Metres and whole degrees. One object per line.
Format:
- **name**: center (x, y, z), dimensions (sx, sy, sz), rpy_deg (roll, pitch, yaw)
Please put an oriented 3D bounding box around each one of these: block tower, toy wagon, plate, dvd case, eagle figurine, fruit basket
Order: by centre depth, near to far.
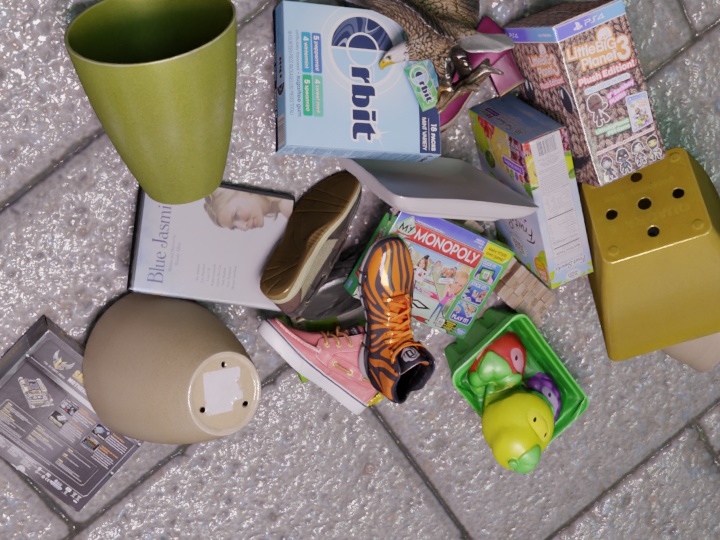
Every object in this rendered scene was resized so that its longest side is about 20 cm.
- **eagle figurine**: center (0.069, -0.284, 1.357), dimensions (0.150, 0.152, 0.202), rpy_deg (-30, 98, -3)
- **plate**: center (0.084, -0.101, 1.432), dimensions (0.197, 0.199, 0.033), rpy_deg (3, 110, -27)
- **dvd case**: center (-0.178, -0.035, 1.438), dimensions (0.197, 0.017, 0.145), rpy_deg (8, 85, -25)
- **toy wagon**: center (-0.019, 0.091, 1.567), dimensions (0.153, 0.040, 0.202), rpy_deg (-24, 118, -10)
- **block tower**: center (0.183, -0.003, 1.600), dimensions (0.058, 0.054, 0.200), rpy_deg (-47, 120, 2)
- **fruit basket**: center (0.215, 0.174, 1.601), dimensions (0.155, 0.216, 0.216), rpy_deg (-41, 119, -1)

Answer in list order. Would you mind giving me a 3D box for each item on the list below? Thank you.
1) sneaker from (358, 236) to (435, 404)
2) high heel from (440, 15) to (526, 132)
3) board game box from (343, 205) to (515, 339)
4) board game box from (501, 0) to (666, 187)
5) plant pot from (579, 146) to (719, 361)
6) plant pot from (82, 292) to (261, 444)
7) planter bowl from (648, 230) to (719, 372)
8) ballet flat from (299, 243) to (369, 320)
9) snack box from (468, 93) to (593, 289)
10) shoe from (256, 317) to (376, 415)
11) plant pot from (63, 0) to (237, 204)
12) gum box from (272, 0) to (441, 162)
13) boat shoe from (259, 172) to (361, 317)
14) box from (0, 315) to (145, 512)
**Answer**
- **sneaker**: center (0.051, 0.066, 1.423), dimensions (0.076, 0.112, 0.203), rpy_deg (-12, 117, -22)
- **high heel**: center (0.103, -0.230, 1.491), dimensions (0.198, 0.067, 0.097), rpy_deg (-30, 90, -4)
- **board game box**: center (0.089, -0.002, 1.500), dimensions (0.198, 0.029, 0.136), rpy_deg (21, 106, -37)
- **board game box**: center (0.274, -0.222, 1.470), dimensions (0.096, 0.159, 0.203), rpy_deg (-23, 105, -11)
- **plant pot**: center (0.373, -0.037, 1.504), dimensions (0.197, 0.202, 0.177), rpy_deg (-17, 143, 13)
- **plant pot**: center (-0.203, 0.126, 1.389), dimensions (0.185, 0.199, 0.191), rpy_deg (-4, 98, -32)
- **planter bowl**: center (0.445, 0.024, 1.651), dimensions (0.133, 0.200, 0.203), rpy_deg (19, 104, 1)
- **ballet flat**: center (0.000, 0.000, 1.507), dimensions (0.198, 0.057, 0.067), rpy_deg (-32, 135, -11)
- **snack box**: center (0.215, -0.103, 1.508), dimensions (0.067, 0.169, 0.203), rpy_deg (-22, 116, -9)
- **shoe**: center (-0.039, 0.096, 1.503), dimensions (0.091, 0.071, 0.200), rpy_deg (-49, 124, 1)
- **plant pot**: center (-0.214, -0.183, 1.320), dimensions (0.184, 0.188, 0.202), rpy_deg (-17, 129, -14)
- **gum box**: center (-0.003, -0.221, 1.407), dimensions (0.197, 0.044, 0.173), rpy_deg (2, 82, -23)
- **boat shoe**: center (-0.055, -0.033, 1.465), dimensions (0.201, 0.072, 0.065), rpy_deg (-56, 141, -24)
- **box**: center (-0.367, 0.178, 1.460), dimensions (0.159, 0.048, 0.200), rpy_deg (-46, 119, -1)
